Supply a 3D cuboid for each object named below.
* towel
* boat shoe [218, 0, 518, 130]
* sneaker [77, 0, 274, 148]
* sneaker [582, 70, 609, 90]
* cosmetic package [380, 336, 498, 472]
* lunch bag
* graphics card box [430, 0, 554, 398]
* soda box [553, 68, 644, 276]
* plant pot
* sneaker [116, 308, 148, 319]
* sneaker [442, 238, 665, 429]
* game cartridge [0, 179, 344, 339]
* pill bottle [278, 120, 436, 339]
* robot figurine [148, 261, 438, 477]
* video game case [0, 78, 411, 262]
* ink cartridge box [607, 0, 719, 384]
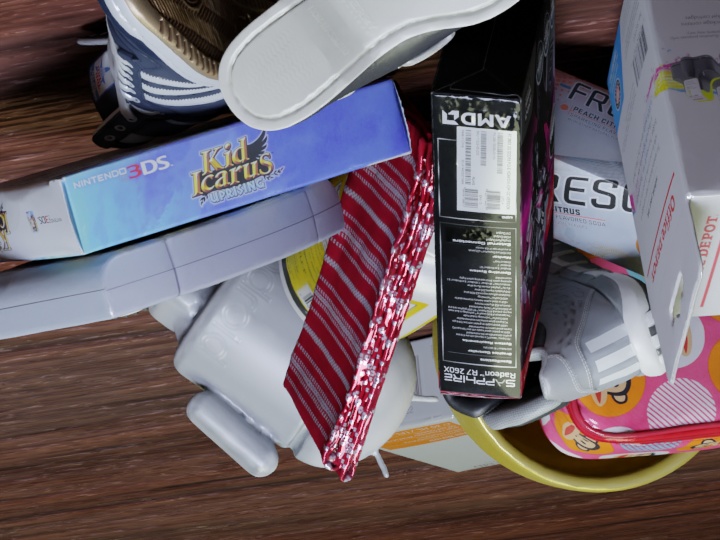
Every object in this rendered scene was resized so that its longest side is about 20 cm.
[{"bbox_3d":[0.000,0.000,1.530,0.022,0.201,0.145,13,-164,-17],"label":"towel"},{"bbox_3d":[0.021,-0.136,1.332,0.200,0.074,0.060,-36,-178,17],"label":"boat shoe"},{"bbox_3d":[-0.113,-0.114,1.392,0.108,0.071,0.200,-13,165,21],"label":"sneaker"},{"bbox_3d":[0.214,-0.103,1.557,0.198,0.079,0.078,-2,136,7],"label":"sneaker"},{"bbox_3d":[0.075,0.111,2.242,0.101,0.072,0.200,-14,163,27],"label":"cosmetic package"},{"bbox_3d":[0.192,0.015,1.705,0.175,0.201,0.082,-5,166,-13],"label":"lunch bag"},{"bbox_3d":[0.070,-0.047,1.418,0.050,0.126,0.201,5,130,11],"label":"graphics card box"},{"bbox_3d":[0.145,-0.050,1.517,0.199,0.069,0.064,23,141,11],"label":"soda box"},{"bbox_3d":[0.135,0.046,1.841,0.199,0.202,0.189,-2,178,-12],"label":"plant pot"},{"bbox_3d":[-0.134,-0.031,1.706,0.199,0.070,0.090,-18,145,37],"label":"sneaker"},{"bbox_3d":[0.087,0.039,1.542,0.115,0.075,0.200,-25,-169,-15],"label":"sneaker"},{"bbox_3d":[-0.105,-0.008,1.494,0.133,0.042,0.200,-16,-176,40],"label":"game cartridge"},{"bbox_3d":[0.030,-0.026,1.656,0.111,0.112,0.200,1,166,-21],"label":"pill bottle"},{"bbox_3d":[-0.045,0.054,1.825,0.199,0.170,0.113,35,163,0],"label":"robot figurine"},{"bbox_3d":[-0.100,-0.051,1.484,0.199,0.046,0.181,-18,-175,-25],"label":"video game case"},{"bbox_3d":[0.181,-0.055,1.412,0.067,0.201,0.115,-3,147,-6],"label":"ink cartridge box"}]
